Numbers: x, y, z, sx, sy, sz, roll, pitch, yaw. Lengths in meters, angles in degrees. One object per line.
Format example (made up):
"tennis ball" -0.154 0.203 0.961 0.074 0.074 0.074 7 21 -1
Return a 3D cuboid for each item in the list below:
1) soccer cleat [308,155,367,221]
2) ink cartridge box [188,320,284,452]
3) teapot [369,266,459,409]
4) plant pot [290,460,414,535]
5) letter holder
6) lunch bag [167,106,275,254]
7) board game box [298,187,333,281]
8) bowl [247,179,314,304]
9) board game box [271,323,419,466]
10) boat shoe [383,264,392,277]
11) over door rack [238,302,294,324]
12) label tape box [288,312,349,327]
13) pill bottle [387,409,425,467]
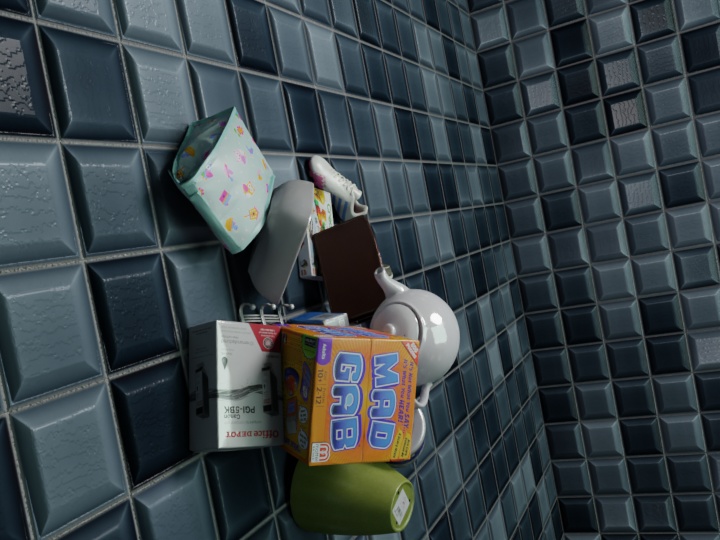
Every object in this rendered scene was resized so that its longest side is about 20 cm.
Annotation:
"soccer cleat" -0.048 -0.198 1.701 0.201 0.085 0.071 55 35 -40
"ink cartridge box" -0.205 0.194 1.205 0.145 0.082 0.205 10 71 -47
"teapot" 0.088 0.129 1.389 0.145 0.198 0.201 16 101 -57
"plant pot" -0.002 0.430 1.394 0.186 0.196 0.192 -14 106 -56
"letter holder" 0.000 0.000 1.552 0.100 0.140 0.204 10 62 -63
"lunch bag" -0.240 -0.149 1.251 0.203 0.120 0.172 -82 150 -44
"board game box" -0.100 -0.081 1.609 0.126 0.034 0.205 8 73 -64
"bowl" -0.151 -0.065 1.342 0.201 0.073 0.203 -93 -155 -64
"board game box" -0.038 0.207 1.261 0.196 0.199 0.205 5 90 -30
"boat shoe" 0.023 0.002 1.791 0.201 0.071 0.062 -17 101 -60
"over door rack" -0.158 0.162 1.367 0.147 0.065 0.205 7 74 -62
"label tape box" -0.066 0.189 1.448 0.062 0.143 0.205 -16 97 -32
"pill bottle" 0.072 0.329 1.453 0.201 0.117 0.122 80 10 -68
